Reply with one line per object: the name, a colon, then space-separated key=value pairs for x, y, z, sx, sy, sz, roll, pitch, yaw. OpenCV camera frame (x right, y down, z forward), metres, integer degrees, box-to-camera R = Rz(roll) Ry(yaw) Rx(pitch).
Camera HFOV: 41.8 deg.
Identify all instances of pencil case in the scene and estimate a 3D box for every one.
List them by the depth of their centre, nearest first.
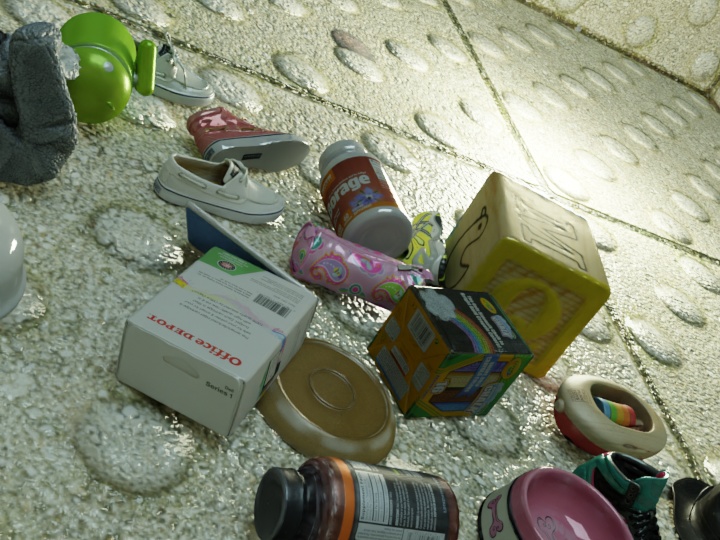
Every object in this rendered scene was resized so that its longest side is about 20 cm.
pencil case: x=0.000 y=0.000 z=1.324 sx=0.198 sy=0.088 sz=0.088 roll=21 pitch=33 yaw=-19

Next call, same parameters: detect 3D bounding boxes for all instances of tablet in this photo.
tablet: x=-0.138 y=-0.004 z=1.177 sx=0.199 sy=0.130 sz=0.014 roll=37 pitch=69 yaw=5

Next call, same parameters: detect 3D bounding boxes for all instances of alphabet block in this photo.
alphabet block: x=0.240 y=0.005 z=1.441 sx=0.195 sy=0.196 sz=0.201 roll=24 pitch=31 yaw=-12

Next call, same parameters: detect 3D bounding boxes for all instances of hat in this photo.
hat: x=0.536 y=0.358 z=1.334 sx=0.199 sy=0.081 sz=0.202 roll=25 pitch=32 yaw=-17

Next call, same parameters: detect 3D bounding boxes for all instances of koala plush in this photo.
koala plush: x=-0.427 y=-0.220 z=1.158 sx=0.176 sy=0.185 sz=0.201 roll=-20 pitch=36 yaw=-5

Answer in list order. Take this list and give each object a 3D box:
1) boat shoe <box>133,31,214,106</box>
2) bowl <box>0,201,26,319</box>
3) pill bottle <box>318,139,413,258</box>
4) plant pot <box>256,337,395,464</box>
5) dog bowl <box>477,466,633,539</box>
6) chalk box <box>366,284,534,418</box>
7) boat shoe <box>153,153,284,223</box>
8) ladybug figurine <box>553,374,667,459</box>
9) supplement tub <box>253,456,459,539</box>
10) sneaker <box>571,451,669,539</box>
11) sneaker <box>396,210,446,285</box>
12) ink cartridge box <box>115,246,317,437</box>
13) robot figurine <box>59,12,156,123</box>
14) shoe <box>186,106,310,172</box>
boat shoe: x=-0.314 y=-0.331 z=1.484 sx=0.200 sy=0.086 sz=0.075 roll=20 pitch=33 yaw=-21
bowl: x=-0.430 y=-0.041 z=0.966 sx=0.199 sy=0.091 sz=0.202 roll=25 pitch=31 yaw=-16
pill bottle: x=0.000 y=-0.109 z=1.448 sx=0.111 sy=0.113 sz=0.201 roll=12 pitch=36 yaw=-32
plant pot: x=-0.038 y=0.149 z=1.134 sx=0.198 sy=0.028 sz=0.201 roll=24 pitch=33 yaw=-17
dog bowl: x=0.240 y=0.320 z=1.114 sx=0.198 sy=0.074 sz=0.201 roll=24 pitch=32 yaw=-16
chalk box: x=0.134 y=0.110 z=1.260 sx=0.198 sy=0.124 sz=0.125 roll=7 pitch=38 yaw=-39
boat shoe: x=-0.187 y=-0.122 z=1.328 sx=0.198 sy=0.070 sz=0.071 roll=13 pitch=36 yaw=-31
ladybug figurine: x=0.353 y=0.219 z=1.362 sx=0.198 sy=0.072 sz=0.136 roll=20 pitch=34 yaw=-24
supplement tub: x=-0.005 y=0.247 z=0.951 sx=0.198 sy=0.107 sz=0.108 roll=15 pitch=35 yaw=-27
sneaker: x=0.356 y=0.309 z=1.192 sx=0.083 sy=0.121 sz=0.200 roll=-6 pitch=49 yaw=-47
sneaker: x=0.091 y=-0.044 z=1.483 sx=0.075 sy=0.076 sz=0.200 roll=2 pitch=24 yaw=-2
ink cartridge box: x=-0.156 y=0.073 z=1.049 sx=0.144 sy=0.085 sz=0.200 roll=25 pitch=31 yaw=8
robot figurine: x=-0.378 y=-0.286 z=1.330 sx=0.173 sy=0.117 sz=0.201 roll=5 pitch=39 yaw=-13
shoe: x=-0.172 y=-0.207 z=1.459 sx=0.199 sy=0.072 sz=0.091 roll=-10 pitch=57 yaw=-44
